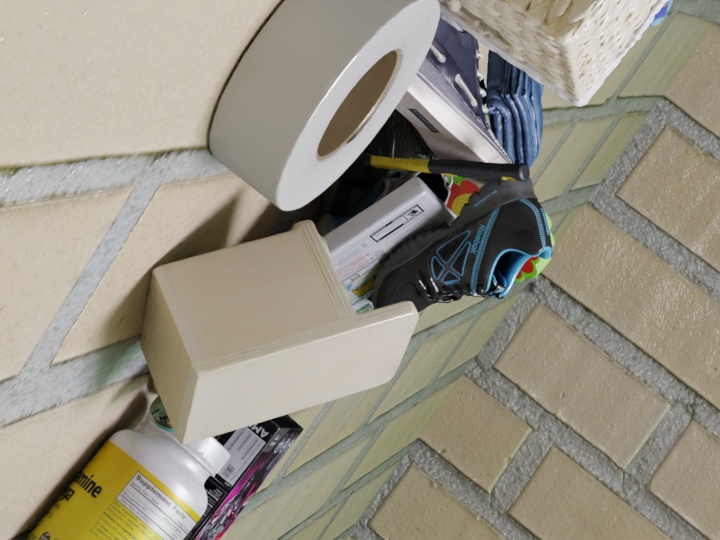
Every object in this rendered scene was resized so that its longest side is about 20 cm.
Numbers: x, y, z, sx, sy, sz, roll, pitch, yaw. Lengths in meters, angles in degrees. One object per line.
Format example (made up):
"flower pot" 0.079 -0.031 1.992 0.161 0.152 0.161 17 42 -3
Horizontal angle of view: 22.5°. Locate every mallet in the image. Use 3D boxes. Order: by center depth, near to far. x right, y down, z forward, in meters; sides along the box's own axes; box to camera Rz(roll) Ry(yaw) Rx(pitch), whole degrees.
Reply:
"mallet" 0.061 -0.090 1.601 0.066 0.199 0.041 32 68 -63

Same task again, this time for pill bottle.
"pill bottle" -0.213 0.220 1.650 0.200 0.112 0.112 -51 169 -12

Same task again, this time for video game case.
"video game case" 0.000 0.000 1.663 0.200 0.022 0.182 -33 157 8

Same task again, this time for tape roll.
"tape roll" -0.027 -0.144 1.380 0.203 0.071 0.203 -51 170 -13

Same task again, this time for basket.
"basket" 0.148 -0.271 1.376 0.200 0.198 0.161 -52 167 -2

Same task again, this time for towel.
"towel" 0.151 -0.191 1.721 0.112 0.048 0.201 76 15 -46

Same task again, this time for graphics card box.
"graphics card box" -0.143 0.218 1.767 0.200 0.051 0.125 -54 169 1

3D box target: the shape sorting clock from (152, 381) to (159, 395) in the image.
"shape sorting clock" -0.117 0.047 1.692 0.200 0.039 0.200 -40 159 -18

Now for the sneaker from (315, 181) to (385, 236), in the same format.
"sneaker" 0.007 -0.057 1.833 0.081 0.077 0.200 -41 177 39

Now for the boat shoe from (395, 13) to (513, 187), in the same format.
"boat shoe" 0.090 -0.155 1.595 0.200 0.075 0.093 43 71 -40

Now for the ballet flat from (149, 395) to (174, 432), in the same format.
"ballet flat" -0.121 0.098 1.650 0.074 0.074 0.200 -57 160 21

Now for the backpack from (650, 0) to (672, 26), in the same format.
"backpack" 0.259 -0.356 1.693 0.200 0.134 0.183 104 6 -48

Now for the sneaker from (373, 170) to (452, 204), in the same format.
"sneaker" 0.067 -0.089 1.783 0.082 0.075 0.201 -29 -148 37

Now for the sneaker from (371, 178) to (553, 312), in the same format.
"sneaker" 0.088 -0.001 1.622 0.073 0.082 0.200 1 147 -48

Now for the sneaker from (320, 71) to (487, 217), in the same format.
"sneaker" 0.049 -0.114 1.693 0.200 0.114 0.076 -52 168 9

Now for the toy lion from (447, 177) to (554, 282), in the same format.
"toy lion" 0.119 -0.052 1.969 0.069 0.191 0.200 -46 168 -29

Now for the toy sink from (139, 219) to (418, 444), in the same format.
"toy sink" -0.071 0.044 1.507 0.199 0.112 0.131 -16 154 -20
